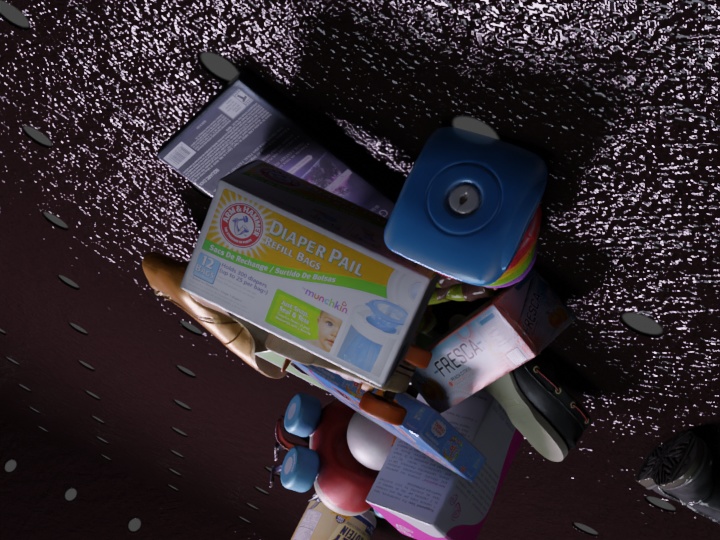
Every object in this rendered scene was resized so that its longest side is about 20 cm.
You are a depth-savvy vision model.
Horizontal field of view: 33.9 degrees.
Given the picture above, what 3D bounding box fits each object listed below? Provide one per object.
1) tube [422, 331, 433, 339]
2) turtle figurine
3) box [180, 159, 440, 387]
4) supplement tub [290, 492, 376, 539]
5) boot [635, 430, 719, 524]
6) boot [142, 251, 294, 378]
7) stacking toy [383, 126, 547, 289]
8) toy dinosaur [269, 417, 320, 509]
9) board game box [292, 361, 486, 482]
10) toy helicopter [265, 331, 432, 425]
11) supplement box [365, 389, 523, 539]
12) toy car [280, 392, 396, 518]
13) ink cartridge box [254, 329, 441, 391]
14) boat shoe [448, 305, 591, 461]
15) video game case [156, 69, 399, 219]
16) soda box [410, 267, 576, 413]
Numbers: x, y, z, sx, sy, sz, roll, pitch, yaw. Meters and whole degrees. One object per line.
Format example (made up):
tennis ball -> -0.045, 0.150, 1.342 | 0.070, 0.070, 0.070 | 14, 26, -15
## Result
tube -> 0.000, 0.000, 1.221 | 0.200, 0.058, 0.052 | 38, 147, -26
turtle figurine -> 0.033, 0.018, 1.122 | 0.161, 0.064, 0.200 | -19, 138, 33
box -> -0.038, -0.002, 1.033 | 0.200, 0.113, 0.101 | 25, -160, 7
supplement tub -> -0.069, 0.561, 2.384 | 0.144, 0.200, 0.144 | 24, 159, 10
boot -> 0.411, 0.253, 1.270 | 0.200, 0.073, 0.182 | 33, 173, 6
boot -> -0.169, 0.047, 1.423 | 0.144, 0.071, 0.201 | 21, 158, 38
stacking toy -> 0.108, -0.024, 0.992 | 0.110, 0.116, 0.200 | 22, 170, 23
toy dinosaur -> -0.067, 0.360, 2.093 | 0.181, 0.105, 0.200 | 7, 145, 0
board game box -> 0.026, 0.146, 1.270 | 0.200, 0.037, 0.151 | 29, 169, 36
toy helicopter -> -0.031, 0.078, 1.113 | 0.132, 0.079, 0.200 | 25, -179, 31
supplement box -> 0.108, 0.213, 1.370 | 0.103, 0.200, 0.101 | 11, 153, 37
toy car -> 0.017, 0.224, 1.636 | 0.184, 0.177, 0.200 | 22, 133, -21
ink cartridge box -> -0.003, 0.093, 1.366 | 0.200, 0.048, 0.145 | -9, 150, 42
boat shoe -> 0.169, 0.112, 1.258 | 0.201, 0.063, 0.074 | 50, 158, -14
video game case -> -0.072, -0.085, 1.097 | 0.200, 0.019, 0.143 | 36, 136, -21
soda box -> 0.120, 0.073, 1.150 | 0.064, 0.068, 0.200 | 51, 146, 2
